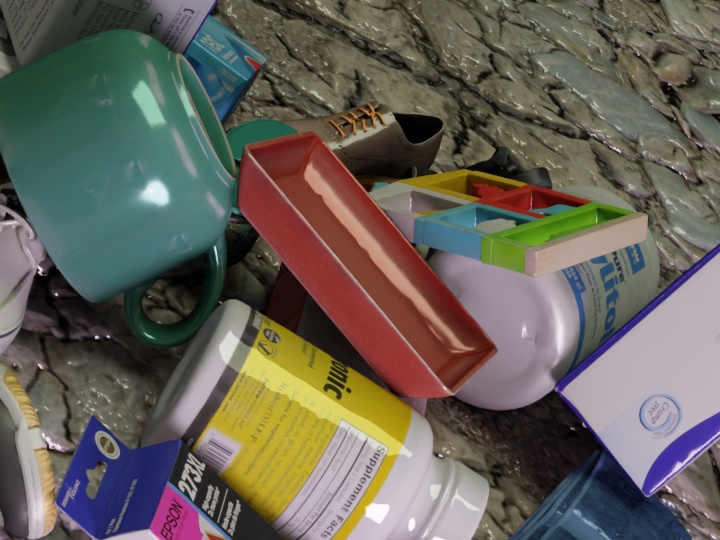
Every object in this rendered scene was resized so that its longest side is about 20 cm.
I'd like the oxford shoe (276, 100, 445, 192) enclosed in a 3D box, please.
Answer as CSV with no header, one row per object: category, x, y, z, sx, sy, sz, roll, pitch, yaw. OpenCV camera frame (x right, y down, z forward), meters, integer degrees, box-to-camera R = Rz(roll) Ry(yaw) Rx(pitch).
oxford shoe,-0.014,-0.105,1.805,0.199,0.073,0.071,-1,45,-49

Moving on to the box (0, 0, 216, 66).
box,-0.161,-0.247,1.536,0.104,0.184,0.201,15,35,-34

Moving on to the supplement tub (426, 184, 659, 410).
supplement tub,0.132,0.017,1.724,0.132,0.132,0.200,42,29,11

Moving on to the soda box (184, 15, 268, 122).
soda box,-0.117,-0.142,1.693,0.068,0.064,0.200,35,10,-4

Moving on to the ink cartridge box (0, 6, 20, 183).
ink cartridge box,-0.260,-0.145,1.572,0.199,0.084,0.146,30,28,-13

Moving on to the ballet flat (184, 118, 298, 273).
ballet flat,-0.090,-0.051,1.645,0.074,0.074,0.200,36,24,0

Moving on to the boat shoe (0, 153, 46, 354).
boat shoe,-0.225,-0.023,1.439,0.071,0.070,0.200,29,28,-13

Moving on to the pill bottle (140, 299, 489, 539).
pill bottle,-0.025,0.113,1.416,0.199,0.112,0.111,32,28,-9

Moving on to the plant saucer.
plant saucer,0.000,0.000,1.504,0.200,0.037,0.200,49,13,3

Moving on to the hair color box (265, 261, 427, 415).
hair color box,-0.010,0.055,1.561,0.111,0.064,0.200,40,27,-13

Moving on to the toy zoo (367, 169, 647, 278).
toy zoo,0.085,-0.039,1.635,0.199,0.021,0.131,17,23,40

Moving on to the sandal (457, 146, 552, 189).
sandal,0.091,-0.069,1.801,0.200,0.076,0.043,-174,-117,-76

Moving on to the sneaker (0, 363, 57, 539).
sneaker,-0.241,0.073,1.294,0.087,0.076,0.201,-22,68,-26

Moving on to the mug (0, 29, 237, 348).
mug,-0.139,-0.062,1.446,0.185,0.114,0.153,58,10,-47

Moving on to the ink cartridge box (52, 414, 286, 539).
ink cartridge box,-0.083,0.164,1.309,0.200,0.037,0.095,43,25,-14

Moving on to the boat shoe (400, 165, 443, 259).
boat shoe,0.021,-0.035,1.741,0.067,0.072,0.200,28,28,-2

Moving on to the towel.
towel,0.161,0.199,1.566,0.112,0.049,0.200,42,28,8

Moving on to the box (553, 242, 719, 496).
box,0.253,0.060,1.674,0.105,0.184,0.200,50,10,8
